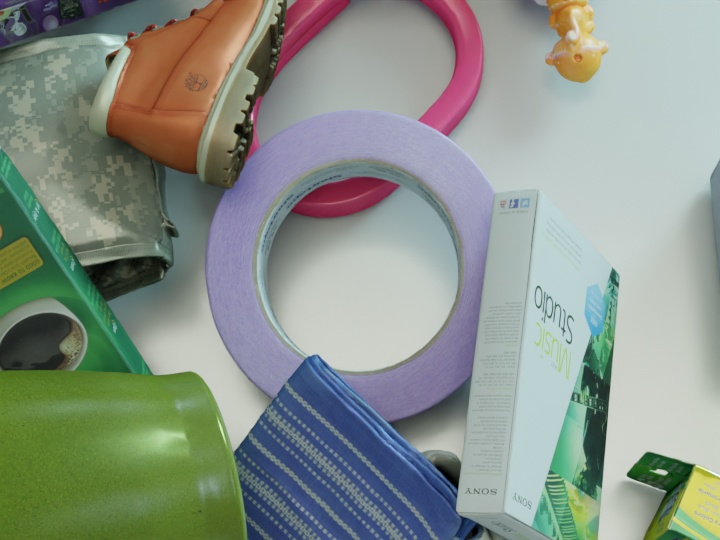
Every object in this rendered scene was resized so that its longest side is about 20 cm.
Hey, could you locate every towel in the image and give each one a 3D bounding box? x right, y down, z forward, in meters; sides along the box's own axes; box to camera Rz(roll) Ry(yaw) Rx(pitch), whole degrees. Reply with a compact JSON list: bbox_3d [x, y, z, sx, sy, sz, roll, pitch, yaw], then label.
[{"bbox_3d":[-0.035,0.169,0.913,0.145,0.024,0.201,42,111,14],"label":"towel"}]

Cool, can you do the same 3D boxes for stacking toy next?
[{"bbox_3d":[0.140,-0.230,1.046,0.115,0.110,0.202,-11,84,5],"label":"stacking toy"}]

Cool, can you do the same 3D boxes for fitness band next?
[{"bbox_3d":[-0.003,-0.129,1.048,0.143,0.037,0.200,42,80,10],"label":"fitness band"}]

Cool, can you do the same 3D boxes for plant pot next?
[{"bbox_3d":[-0.171,0.140,0.845,0.191,0.201,0.202,-10,72,-18],"label":"plant pot"}]

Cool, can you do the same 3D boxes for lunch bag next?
[{"bbox_3d":[-0.224,-0.056,0.991,0.198,0.118,0.166,-13,72,3],"label":"lunch bag"}]

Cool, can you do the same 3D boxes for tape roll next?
[{"bbox_3d":[0.000,0.000,0.972,0.198,0.066,0.202,0,85,3],"label":"tape roll"}]

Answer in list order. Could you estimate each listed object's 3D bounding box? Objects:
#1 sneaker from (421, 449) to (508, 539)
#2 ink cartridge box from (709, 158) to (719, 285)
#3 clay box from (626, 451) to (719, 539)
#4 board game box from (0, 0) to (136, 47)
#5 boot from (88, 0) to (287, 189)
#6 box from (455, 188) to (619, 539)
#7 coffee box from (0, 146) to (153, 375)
[{"bbox_3d":[0.073,0.201,0.916,0.074,0.087,0.201,-27,76,-12],"label":"sneaker"},{"bbox_3d":[0.338,-0.013,0.972,0.198,0.084,0.146,-2,73,1],"label":"ink cartridge box"},{"bbox_3d":[0.252,0.176,0.903,0.198,0.115,0.048,24,76,10],"label":"clay box"},{"bbox_3d":[-0.224,-0.185,1.012,0.199,0.033,0.120,-24,29,-19],"label":"board game box"},{"bbox_3d":[-0.106,-0.145,0.966,0.106,0.075,0.201,14,46,4],"label":"boot"},{"bbox_3d":[0.115,0.070,0.921,0.036,0.144,0.202,-2,68,31],"label":"box"},{"bbox_3d":[-0.217,0.040,0.911,0.122,0.044,0.201,-30,113,3],"label":"coffee box"}]
